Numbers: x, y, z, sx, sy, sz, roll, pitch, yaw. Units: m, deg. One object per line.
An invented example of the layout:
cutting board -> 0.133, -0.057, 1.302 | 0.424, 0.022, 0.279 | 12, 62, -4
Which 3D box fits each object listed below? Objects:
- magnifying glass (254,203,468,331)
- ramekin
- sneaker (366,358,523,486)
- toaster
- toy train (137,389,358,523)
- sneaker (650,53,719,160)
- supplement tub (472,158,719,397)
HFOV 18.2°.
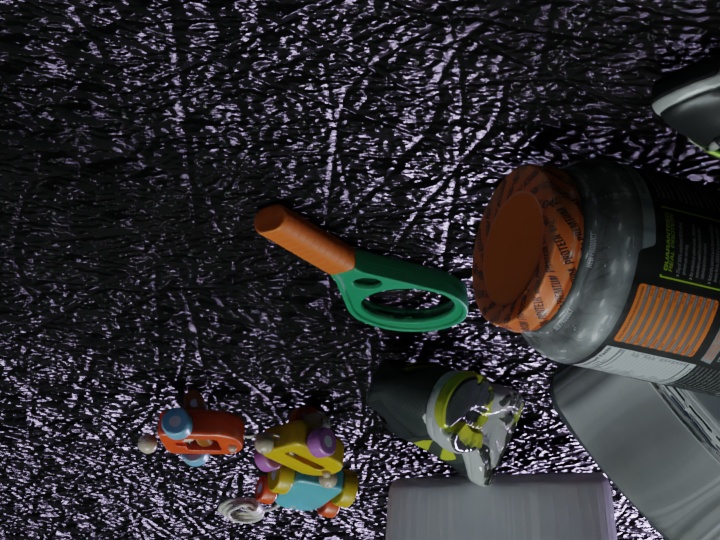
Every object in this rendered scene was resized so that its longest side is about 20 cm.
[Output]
magnifying glass -> 0.000, 0.000, 1.470 | 0.079, 0.022, 0.200 | -13, 155, 32
ramekin -> 0.113, 0.213, 1.808 | 0.200, 0.098, 0.200 | -1, 175, 0
sneaker -> 0.063, 0.102, 1.663 | 0.084, 0.075, 0.200 | 21, 169, 20
toaster -> 0.218, 0.084, 1.485 | 0.114, 0.200, 0.129 | -37, 175, -33
toy train -> -0.081, 0.139, 1.767 | 0.150, 0.056, 0.200 | -3, 154, 14
sneaker -> 0.244, -0.057, 1.228 | 0.199, 0.083, 0.072 | 17, 153, -31
supplement tub -> 0.174, 0.005, 1.332 | 0.199, 0.123, 0.122 | 14, 155, -25
